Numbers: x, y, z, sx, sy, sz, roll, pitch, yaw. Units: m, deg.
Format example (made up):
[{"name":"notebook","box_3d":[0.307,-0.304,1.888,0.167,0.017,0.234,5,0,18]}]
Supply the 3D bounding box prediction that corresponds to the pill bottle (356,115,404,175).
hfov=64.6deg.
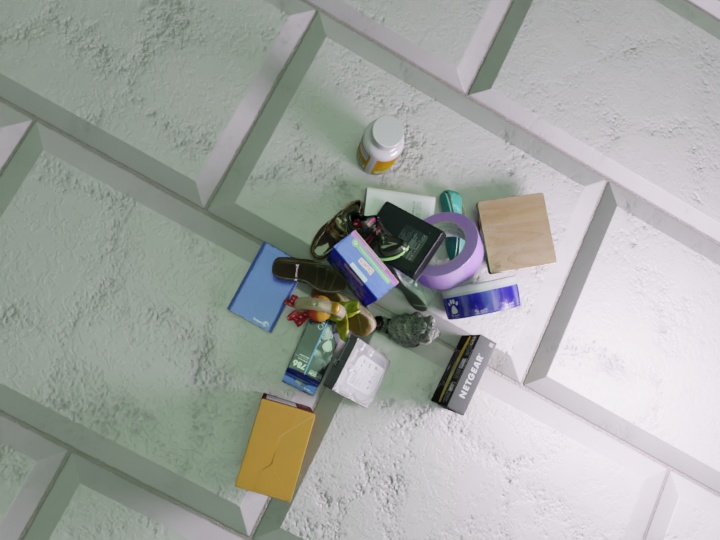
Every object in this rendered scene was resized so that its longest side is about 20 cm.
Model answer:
[{"name":"pill bottle","box_3d":[0.055,-0.333,1.506,0.109,0.200,0.113,1,83,-8]}]

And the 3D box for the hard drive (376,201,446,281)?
[{"name":"hard drive","box_3d":[0.103,-0.080,1.466,0.199,0.033,0.141,33,86,33]}]

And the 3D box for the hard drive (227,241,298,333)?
[{"name":"hard drive","box_3d":[-0.245,0.044,1.503,0.130,0.025,0.202,28,80,-4]}]

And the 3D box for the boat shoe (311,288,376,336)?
[{"name":"boat shoe","box_3d":[-0.043,0.105,1.502,0.199,0.069,0.074,36,104,19]}]

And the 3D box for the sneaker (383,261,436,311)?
[{"name":"sneaker","box_3d":[0.125,0.017,1.547,0.201,0.070,0.080,47,60,0]}]

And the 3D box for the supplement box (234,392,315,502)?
[{"name":"supplement box","box_3d":[-0.204,0.417,1.372,0.131,0.200,0.201,17,80,-6]}]

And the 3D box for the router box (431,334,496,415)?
[{"name":"router box","box_3d":[0.266,0.267,1.483,0.052,0.157,0.202,28,80,-3]}]

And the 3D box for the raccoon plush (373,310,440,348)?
[{"name":"raccoon plush","box_3d":[0.109,0.159,1.484,0.196,0.134,0.099,-6,85,-9]}]

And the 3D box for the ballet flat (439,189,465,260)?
[{"name":"ballet flat","box_3d":[0.271,-0.126,1.582,0.069,0.067,0.204,-6,86,-23]}]

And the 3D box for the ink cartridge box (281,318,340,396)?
[{"name":"ink cartridge box","box_3d":[-0.123,0.219,1.493,0.098,0.039,0.203,24,81,-5]}]

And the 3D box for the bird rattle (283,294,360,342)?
[{"name":"bird rattle","box_3d":[-0.102,0.091,1.409,0.197,0.163,0.114,18,75,11]}]

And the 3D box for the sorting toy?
[{"name":"sorting toy","box_3d":[0.427,-0.100,1.598,0.196,0.070,0.203,-8,84,-9]}]

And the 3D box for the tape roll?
[{"name":"tape roll","box_3d":[0.215,-0.053,1.477,0.197,0.066,0.203,-14,51,18]}]

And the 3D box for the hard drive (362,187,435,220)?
[{"name":"hard drive","box_3d":[0.103,-0.147,1.560,0.196,0.027,0.135,6,92,-14]}]

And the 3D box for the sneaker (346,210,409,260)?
[{"name":"sneaker","box_3d":[0.034,-0.090,1.428,0.198,0.085,0.077,28,58,31]}]

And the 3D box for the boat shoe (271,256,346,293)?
[{"name":"boat shoe","box_3d":[-0.129,0.002,1.474,0.197,0.068,0.073,18,103,-6]}]

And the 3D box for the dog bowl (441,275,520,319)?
[{"name":"dog bowl","box_3d":[0.316,0.071,1.493,0.196,0.200,0.080,-11,86,-9]}]

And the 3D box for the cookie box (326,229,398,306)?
[{"name":"cookie box","box_3d":[0.000,0.000,1.455,0.075,0.200,0.172,-40,90,-11]}]

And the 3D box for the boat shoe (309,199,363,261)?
[{"name":"boat shoe","box_3d":[-0.062,-0.112,1.525,0.072,0.072,0.200,44,79,-1]}]

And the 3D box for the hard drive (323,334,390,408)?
[{"name":"hard drive","box_3d":[-0.003,0.258,1.436,0.037,0.200,0.141,20,76,36]}]
